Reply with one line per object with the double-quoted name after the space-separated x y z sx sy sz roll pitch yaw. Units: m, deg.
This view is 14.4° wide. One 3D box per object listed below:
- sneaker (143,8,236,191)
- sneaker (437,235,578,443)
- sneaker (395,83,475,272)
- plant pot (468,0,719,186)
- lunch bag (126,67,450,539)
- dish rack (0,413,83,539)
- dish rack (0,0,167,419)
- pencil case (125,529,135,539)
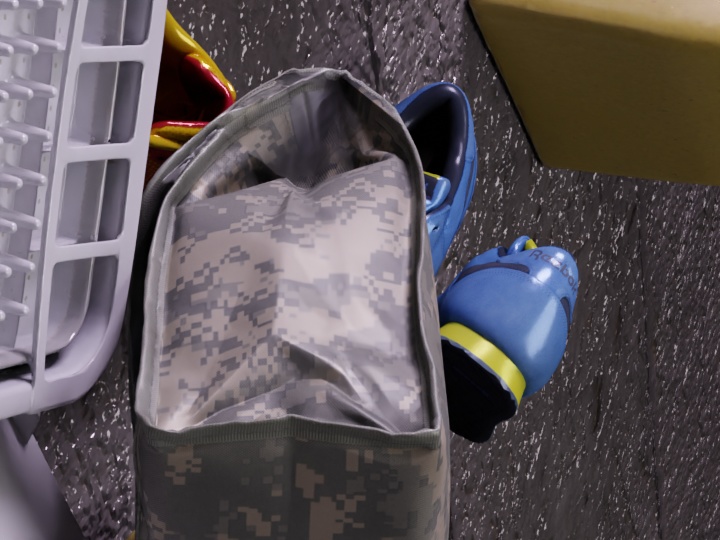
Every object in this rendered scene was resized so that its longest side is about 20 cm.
-0.079 -0.046 1.072 0.200 0.077 0.073 62 45 -60 "sneaker"
0.061 0.030 1.351 0.079 0.066 0.200 -52 -177 -14 "sneaker"
0.000 0.000 1.258 0.079 0.066 0.201 114 1 -57 "sneaker"
0.199 -0.155 1.484 0.196 0.199 0.194 -66 156 -17 "plant pot"
-0.027 0.046 1.033 0.200 0.117 0.165 -90 -178 -49 "lunch bag"
-0.120 0.127 0.973 0.172 0.043 0.201 -81 153 -58 "dish rack"
-0.132 -0.036 0.883 0.200 0.043 0.172 -14 115 -64 "dish rack"
-0.109 0.184 1.138 0.200 0.083 0.091 -46 130 -48 "pencil case"
